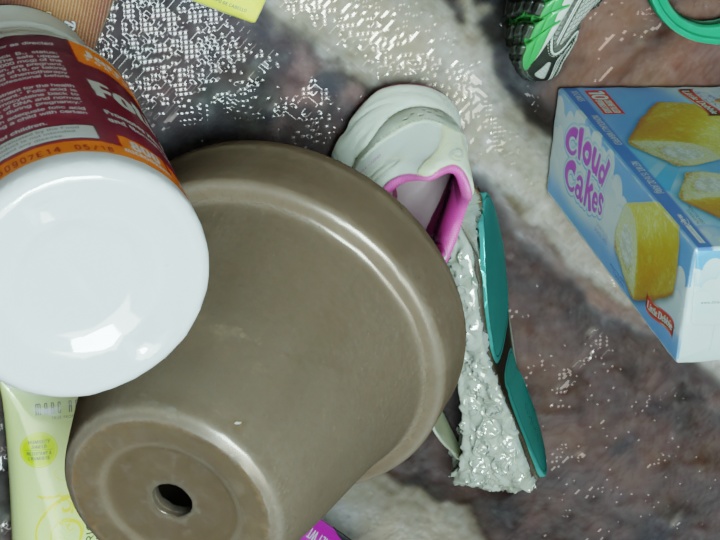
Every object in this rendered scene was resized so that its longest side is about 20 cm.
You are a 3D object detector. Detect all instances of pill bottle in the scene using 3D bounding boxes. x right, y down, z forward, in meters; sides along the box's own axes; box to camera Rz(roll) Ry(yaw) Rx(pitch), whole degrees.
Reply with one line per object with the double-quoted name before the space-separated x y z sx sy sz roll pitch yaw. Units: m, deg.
"pill bottle" -0.145 -0.039 1.044 0.114 0.200 0.114 -9 121 -15

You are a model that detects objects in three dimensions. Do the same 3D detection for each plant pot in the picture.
"plant pot" -0.064 0.064 1.161 0.200 0.175 0.200 11 129 14

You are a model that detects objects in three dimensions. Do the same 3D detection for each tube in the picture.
"tube" -0.167 0.142 1.290 0.052 0.058 0.200 15 114 21

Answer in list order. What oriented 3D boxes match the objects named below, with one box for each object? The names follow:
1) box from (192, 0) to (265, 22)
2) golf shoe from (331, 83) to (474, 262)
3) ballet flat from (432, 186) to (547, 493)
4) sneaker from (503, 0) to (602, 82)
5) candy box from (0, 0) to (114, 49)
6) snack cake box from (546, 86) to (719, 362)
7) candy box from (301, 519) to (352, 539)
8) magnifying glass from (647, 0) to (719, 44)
"box" -0.037 -0.226 1.117 0.050 0.075 0.200 18 112 -22
"golf shoe" 0.000 0.000 1.240 0.075 0.092 0.200 14 114 -25
"ballet flat" 0.058 0.048 1.300 0.072 0.072 0.200 -18 121 -7
"sneaker" 0.145 -0.177 1.190 0.085 0.078 0.200 32 105 -19
"candy box" -0.208 -0.085 1.149 0.117 0.056 0.200 16 113 -25
"snack cake box" 0.186 -0.029 1.216 0.115 0.200 0.067 -3 118 -16
"candy box" -0.083 0.220 1.292 0.136 0.061 0.200 36 79 -18
"magnifying glass" 0.235 -0.139 1.280 0.200 0.022 0.080 30 105 -26
